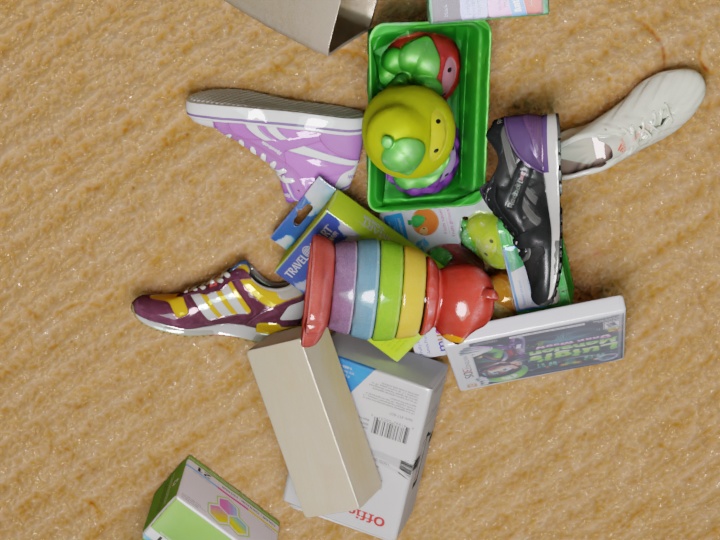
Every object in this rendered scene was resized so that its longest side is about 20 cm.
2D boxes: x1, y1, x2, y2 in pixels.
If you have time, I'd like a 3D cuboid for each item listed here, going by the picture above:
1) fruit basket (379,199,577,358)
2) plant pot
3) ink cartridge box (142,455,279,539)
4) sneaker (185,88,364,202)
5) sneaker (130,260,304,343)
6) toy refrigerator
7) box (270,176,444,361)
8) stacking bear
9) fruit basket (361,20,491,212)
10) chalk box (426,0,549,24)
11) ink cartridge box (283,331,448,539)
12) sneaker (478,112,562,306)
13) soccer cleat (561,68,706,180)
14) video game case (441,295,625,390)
[{"bbox_3d":[0.135,0.005,1.627,0.198,0.094,0.187,-11,109,9],"label":"fruit basket"},{"bbox_3d":[-0.068,-0.351,1.461,0.175,0.200,0.202,18,110,8],"label":"plant pot"},{"bbox_3d":[-0.178,0.328,1.692,0.147,0.200,0.076,38,106,-12],"label":"ink cartridge box"},{"bbox_3d":[-0.099,-0.131,1.596,0.198,0.073,0.115,10,113,-2],"label":"sneaker"},{"bbox_3d":[-0.161,0.028,1.658,0.198,0.075,0.091,6,105,-8],"label":"sneaker"},{"bbox_3d":[-0.049,0.165,1.614,0.075,0.070,0.202,-15,99,29],"label":"toy refrigerator"},{"bbox_3d":[0.000,0.000,1.606,0.199,0.048,0.122,36,130,-8],"label":"box"},{"bbox_3d":[0.043,0.027,1.515,0.198,0.122,0.115,6,78,-4],"label":"stacking bear"},{"bbox_3d":[0.065,-0.156,1.502,0.154,0.216,0.218,-5,111,-14],"label":"fruit basket"},{"bbox_3d":[0.124,-0.320,1.452,0.122,0.200,0.126,-4,110,3],"label":"chalk box"},{"bbox_3d":[0.005,0.190,1.685,0.145,0.084,0.202,18,111,12],"label":"ink cartridge box"},{"bbox_3d":[0.169,-0.063,1.530,0.087,0.076,0.202,-1,88,7],"label":"sneaker"},{"bbox_3d":[0.287,-0.151,1.573,0.199,0.078,0.070,-28,107,11],"label":"soccer cleat"},{"bbox_3d":[0.197,0.084,1.622,0.198,0.182,0.024,-12,69,5],"label":"video game case"}]
